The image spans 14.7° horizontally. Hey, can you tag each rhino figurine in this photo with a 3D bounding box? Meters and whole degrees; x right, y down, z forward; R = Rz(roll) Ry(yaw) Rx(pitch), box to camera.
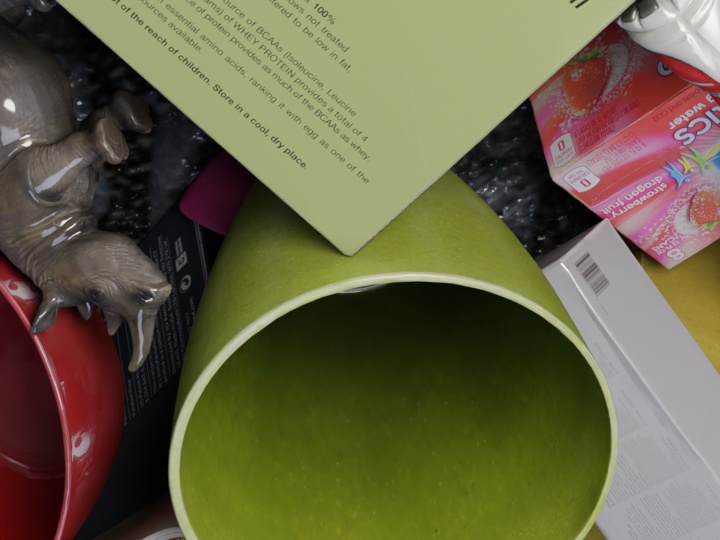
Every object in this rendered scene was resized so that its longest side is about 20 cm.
[{"bbox_3d":[-0.136,-0.049,1.215,0.087,0.200,0.060,-24,178,26],"label":"rhino figurine"}]

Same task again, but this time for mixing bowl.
[{"bbox_3d":[-0.185,0.060,1.313,0.200,0.200,0.108,-46,167,33],"label":"mixing bowl"}]

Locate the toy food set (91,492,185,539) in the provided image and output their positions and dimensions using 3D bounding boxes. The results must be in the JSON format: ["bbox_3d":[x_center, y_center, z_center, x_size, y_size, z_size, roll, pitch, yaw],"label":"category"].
[{"bbox_3d":[-0.107,0.156,1.301,0.200,0.143,0.060,-33,93,21],"label":"toy food set"}]

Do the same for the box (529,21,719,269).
[{"bbox_3d":[0.184,-0.104,1.279,0.200,0.095,0.103,-34,134,24],"label":"box"}]

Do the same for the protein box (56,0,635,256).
[{"bbox_3d":[0.001,-0.157,1.093,0.198,0.135,0.200,41,121,-12],"label":"protein box"}]

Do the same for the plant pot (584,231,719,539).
[{"bbox_3d":[0.197,0.065,1.407,0.200,0.194,0.196,27,129,-12],"label":"plant pot"}]

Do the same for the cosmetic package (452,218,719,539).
[{"bbox_3d":[0.137,0.080,1.300,0.082,0.051,0.200,-32,96,44],"label":"cosmetic package"}]

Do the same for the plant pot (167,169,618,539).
[{"bbox_3d":[0.003,0.025,1.226,0.187,0.200,0.188,-4,124,-6],"label":"plant pot"}]

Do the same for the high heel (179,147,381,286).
[{"bbox_3d":[0.000,0.000,1.366,0.096,0.067,0.200,-33,131,9],"label":"high heel"}]

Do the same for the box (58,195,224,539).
[{"bbox_3d":[-0.074,0.078,1.412,0.148,0.107,0.200,21,129,-33],"label":"box"}]

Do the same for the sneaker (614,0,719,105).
[{"bbox_3d":[0.149,-0.113,1.132,0.085,0.200,0.077,45,116,-10],"label":"sneaker"}]
